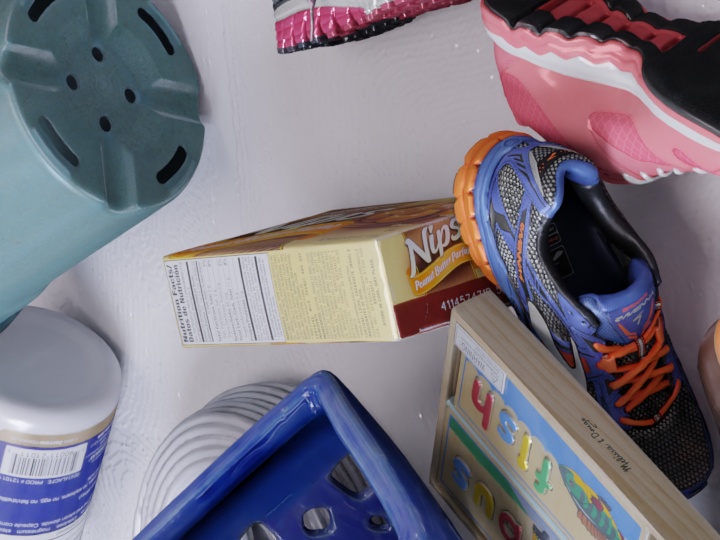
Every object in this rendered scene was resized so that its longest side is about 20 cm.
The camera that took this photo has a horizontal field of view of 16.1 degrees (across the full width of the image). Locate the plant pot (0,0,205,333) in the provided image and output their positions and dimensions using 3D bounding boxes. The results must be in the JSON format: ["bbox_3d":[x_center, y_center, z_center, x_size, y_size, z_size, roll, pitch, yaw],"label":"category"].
[{"bbox_3d":[-0.207,-0.074,1.477,0.196,0.200,0.201,-24,85,41],"label":"plant pot"}]

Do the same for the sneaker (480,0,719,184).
[{"bbox_3d":[0.141,-0.074,1.196,0.200,0.074,0.087,32,141,39],"label":"sneaker"}]

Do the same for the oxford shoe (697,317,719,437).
[{"bbox_3d":[0.218,0.106,1.171,0.201,0.071,0.073,66,157,16],"label":"oxford shoe"}]

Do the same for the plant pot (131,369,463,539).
[{"bbox_3d":[-0.009,0.203,1.288,0.200,0.180,0.200,-44,27,6],"label":"plant pot"}]

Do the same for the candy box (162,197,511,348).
[{"bbox_3d":[0.000,0.000,1.306,0.200,0.115,0.056,-5,99,55],"label":"candy box"}]

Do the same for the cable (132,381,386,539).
[{"bbox_3d":[-0.051,0.165,1.466,0.199,0.069,0.201,14,113,44],"label":"cable"}]

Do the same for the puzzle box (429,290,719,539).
[{"bbox_3d":[0.102,0.120,1.198,0.200,0.025,0.134,48,149,34],"label":"puzzle box"}]

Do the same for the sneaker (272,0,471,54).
[{"bbox_3d":[0.015,-0.163,1.279,0.199,0.080,0.075,-12,92,49],"label":"sneaker"}]

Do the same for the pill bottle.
[{"bbox_3d":[-0.225,0.131,1.609,0.116,0.115,0.201,41,129,30],"label":"pill bottle"}]

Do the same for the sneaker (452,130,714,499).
[{"bbox_3d":[0.113,0.026,1.206,0.201,0.075,0.078,59,158,-13],"label":"sneaker"}]
